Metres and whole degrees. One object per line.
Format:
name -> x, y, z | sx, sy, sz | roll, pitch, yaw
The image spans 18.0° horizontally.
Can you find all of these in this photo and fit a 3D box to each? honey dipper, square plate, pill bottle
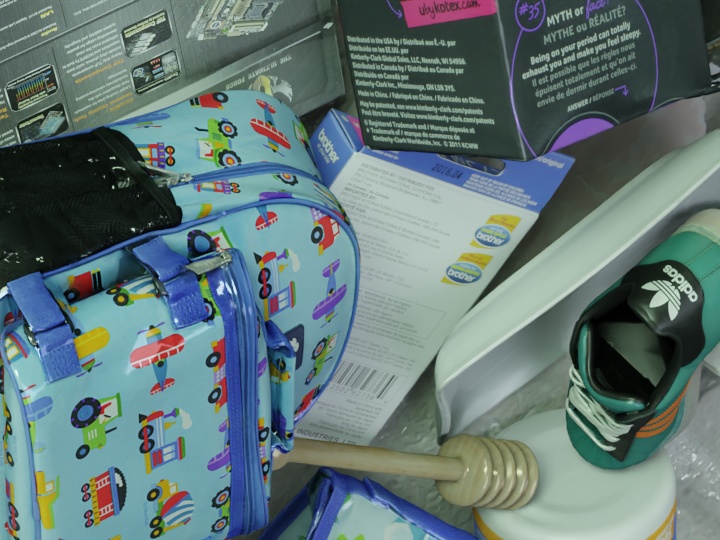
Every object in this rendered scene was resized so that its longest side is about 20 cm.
honey dipper -> 0.014, 0.095, 1.125 | 0.199, 0.038, 0.038 | 10, 112, -47
square plate -> 0.110, 0.006, 1.142 | 0.200, 0.028, 0.198 | -38, 169, -6
pill bottle -> 0.122, 0.186, 1.279 | 0.112, 0.112, 0.201 | -24, 130, -22

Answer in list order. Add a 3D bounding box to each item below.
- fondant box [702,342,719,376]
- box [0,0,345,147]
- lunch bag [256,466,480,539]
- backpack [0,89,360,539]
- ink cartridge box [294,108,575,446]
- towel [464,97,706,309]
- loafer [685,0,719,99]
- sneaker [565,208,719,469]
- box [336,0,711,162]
fondant box -> 0.256, 0.000, 1.256 | 0.145, 0.058, 0.200 | -57, 153, 9
box -> -0.109, -0.106, 0.947 | 0.199, 0.048, 0.159 | -28, 134, -19
lunch bag -> 0.002, 0.217, 1.170 | 0.169, 0.127, 0.201 | 28, 99, -23
backpack -> -0.081, 0.026, 0.935 | 0.199, 0.134, 0.184 | -20, 133, -30
ink cartridge box -> 0.000, 0.000, 1.078 | 0.119, 0.042, 0.200 | 16, 122, -38
towel -> 0.085, -0.088, 1.121 | 0.190, 0.032, 0.201 | -31, 134, -19
loafer -> 0.197, -0.153, 1.118 | 0.200, 0.072, 0.073 | -46, 121, -39
sneaker -> 0.131, 0.048, 1.135 | 0.080, 0.071, 0.200 | -32, 159, -30
box -> 0.058, -0.158, 0.946 | 0.122, 0.106, 0.201 | -22, 110, -36
